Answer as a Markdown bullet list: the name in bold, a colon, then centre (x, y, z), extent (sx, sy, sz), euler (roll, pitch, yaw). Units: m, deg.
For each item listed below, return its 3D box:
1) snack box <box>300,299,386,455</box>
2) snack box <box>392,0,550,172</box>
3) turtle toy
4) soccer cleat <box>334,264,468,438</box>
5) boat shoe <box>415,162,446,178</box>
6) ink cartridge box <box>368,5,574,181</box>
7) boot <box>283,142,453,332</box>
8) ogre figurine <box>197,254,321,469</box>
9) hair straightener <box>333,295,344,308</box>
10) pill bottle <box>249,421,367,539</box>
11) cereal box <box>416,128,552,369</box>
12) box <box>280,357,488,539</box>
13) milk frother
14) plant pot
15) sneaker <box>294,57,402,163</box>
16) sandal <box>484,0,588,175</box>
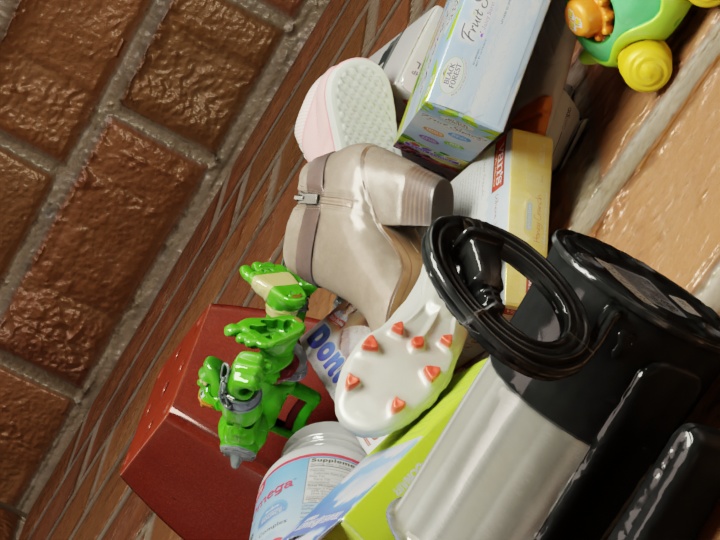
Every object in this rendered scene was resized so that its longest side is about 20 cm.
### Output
- **snack box**: centre (0.009, 0.084, 1.399), extent (0.072, 0.024, 0.200), euler (-41, 30, 2)
- **snack box**: centre (0.092, -0.175, 1.333), extent (0.200, 0.068, 0.169), euler (141, 150, -81)
- **turtle toy**: centre (0.211, -0.235, 1.272), extent (0.200, 0.101, 0.146), euler (-57, 13, 26)
- **soccer cleat**: centre (0.042, 0.053, 1.239), extent (0.200, 0.069, 0.078), euler (-56, -13, -37)
- **boat shoe**: centre (0.047, -0.027, 1.619), extent (0.200, 0.068, 0.072), euler (97, -174, -51)
- **ink cartridge box**: centre (0.079, -0.142, 1.539), extent (0.084, 0.144, 0.200), euler (-64, 12, -13)
- **boot**: centre (0.000, 0.000, 1.359), extent (0.146, 0.070, 0.201), euler (5, 81, 41)
- **ogre figurine**: centre (-0.077, 0.076, 1.397), extent (0.200, 0.098, 0.120), euler (-106, 25, -59)
- **hair straightener**: centre (0.013, -0.023, 1.766), extent (0.077, 0.041, 0.200), euler (99, -173, -45)
- **pill bottle**: centre (-0.029, 0.202, 1.316), extent (0.109, 0.109, 0.200), euler (-57, 12, 25)
- **cereal box**: centre (0.088, -0.008, 1.370), extent (0.200, 0.039, 0.144), euler (141, 137, -61)
- **box**: centre (0.029, 0.139, 1.178), extent (0.200, 0.048, 0.122), euler (-42, 3, -26)
- **milk frother**: centre (0.076, 0.078, 0.912), extent (0.188, 0.200, 0.181), euler (-60, 16, 14)
- **plant pot**: centre (-0.105, 0.146, 1.610), extent (0.200, 0.176, 0.200), euler (-49, 17, 47)
- **sneaker**: centre (-0.007, -0.077, 1.470), extent (0.105, 0.075, 0.201), euler (-168, 72, -71)
- **sandal**: centre (0.156, -0.135, 1.392), extent (0.079, 0.059, 0.207), euler (46, 122, 60)
